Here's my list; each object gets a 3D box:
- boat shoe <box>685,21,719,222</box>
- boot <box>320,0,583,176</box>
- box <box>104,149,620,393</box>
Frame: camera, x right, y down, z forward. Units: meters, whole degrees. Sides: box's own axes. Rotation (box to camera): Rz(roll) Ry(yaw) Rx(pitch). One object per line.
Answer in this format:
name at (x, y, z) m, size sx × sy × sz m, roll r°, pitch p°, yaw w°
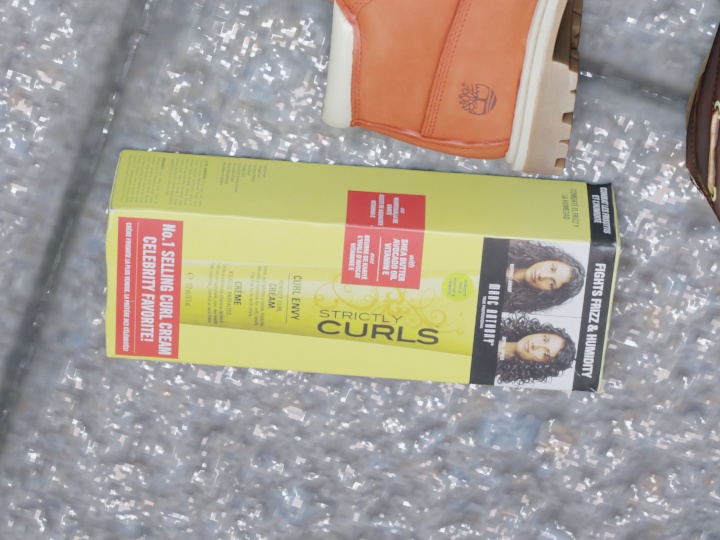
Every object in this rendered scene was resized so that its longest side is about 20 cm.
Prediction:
boat shoe at (0.172, -0.104, 1.002) m, size 0.070 × 0.070 × 0.200 m, roll 11°, pitch 119°, yaw -3°
boot at (0.035, -0.129, 0.993) m, size 0.107 × 0.075 × 0.200 m, roll 8°, pitch 122°, yaw 3°
box at (0.000, 0.000, 1.081) m, size 0.199 × 0.050 × 0.075 m, roll 5°, pitch 122°, yaw -1°
